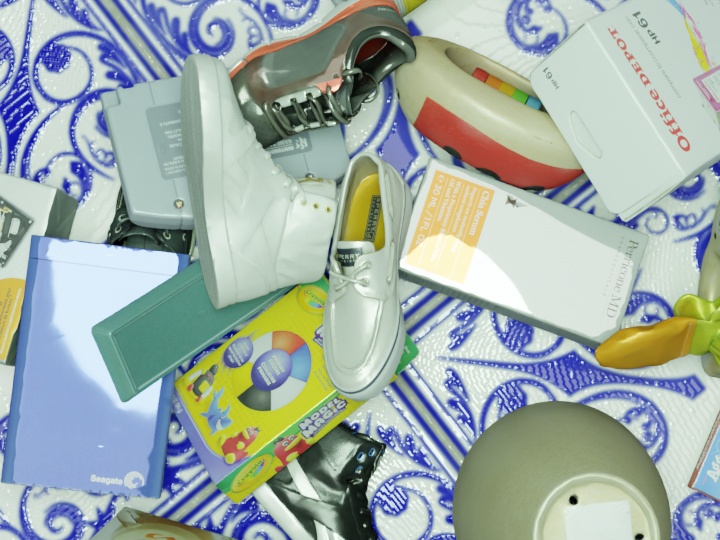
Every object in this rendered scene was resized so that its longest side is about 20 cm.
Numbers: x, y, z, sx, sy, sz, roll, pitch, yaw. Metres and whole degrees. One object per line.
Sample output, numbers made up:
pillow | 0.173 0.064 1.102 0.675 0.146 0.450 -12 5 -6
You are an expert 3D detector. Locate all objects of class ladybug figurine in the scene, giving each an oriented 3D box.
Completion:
ladybug figurine | 0.112 -0.128 1.030 0.198 0.136 0.073 30 114 6

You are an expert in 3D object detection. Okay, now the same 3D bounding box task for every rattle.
rattle | 0.272 -0.015 1.017 0.140 0.130 0.204 0 80 15

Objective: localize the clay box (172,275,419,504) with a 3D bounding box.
clay box | -0.059 0.087 1.022 0.199 0.048 0.115 -39 51 -1

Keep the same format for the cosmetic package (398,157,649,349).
cosmetic package | 0.134 -0.013 1.040 0.197 0.071 0.103 19 85 3

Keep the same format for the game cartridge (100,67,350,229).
game cartridge | -0.113 -0.107 1.043 0.197 0.041 0.135 -12 73 -16

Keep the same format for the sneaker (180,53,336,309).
sneaker | -0.078 -0.078 0.963 0.114 0.074 0.203 -12 113 -17

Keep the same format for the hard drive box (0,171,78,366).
hard drive box | -0.367 -0.018 1.052 0.197 0.077 0.158 15 85 3

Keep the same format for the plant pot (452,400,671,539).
plant pot | 0.170 0.198 0.955 0.184 0.200 0.191 0 84 1

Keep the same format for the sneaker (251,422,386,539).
sneaker | -0.001 0.205 1.022 0.112 0.073 0.200 -43 84 -1

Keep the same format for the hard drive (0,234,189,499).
hard drive | -0.218 0.080 1.000 0.130 0.025 0.204 7 89 -7

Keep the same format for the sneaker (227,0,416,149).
sneaker | -0.041 -0.147 0.980 0.199 0.077 0.082 -37 48 2

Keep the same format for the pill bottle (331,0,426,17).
pill bottle | 0.055 -0.301 1.049 0.199 0.112 0.113 -34 85 -2

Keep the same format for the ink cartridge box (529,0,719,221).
ink cartridge box | 0.255 -0.151 0.996 0.199 0.085 0.146 -30 84 -36

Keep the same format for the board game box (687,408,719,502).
board game box | 0.370 0.117 1.048 0.102 0.019 0.202 25 86 2

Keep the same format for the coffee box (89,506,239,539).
coffee box | -0.131 0.272 0.966 0.197 0.114 0.081 12 113 18

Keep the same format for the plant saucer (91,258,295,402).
plant saucer | -0.129 0.029 1.005 0.199 0.019 0.071 -35 115 -34

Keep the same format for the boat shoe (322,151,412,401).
boat shoe | 0.000 0.000 0.970 0.070 0.070 0.203 0 68 25

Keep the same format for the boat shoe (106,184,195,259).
boat shoe | -0.187 -0.017 1.051 0.073 0.066 0.203 7 85 2
